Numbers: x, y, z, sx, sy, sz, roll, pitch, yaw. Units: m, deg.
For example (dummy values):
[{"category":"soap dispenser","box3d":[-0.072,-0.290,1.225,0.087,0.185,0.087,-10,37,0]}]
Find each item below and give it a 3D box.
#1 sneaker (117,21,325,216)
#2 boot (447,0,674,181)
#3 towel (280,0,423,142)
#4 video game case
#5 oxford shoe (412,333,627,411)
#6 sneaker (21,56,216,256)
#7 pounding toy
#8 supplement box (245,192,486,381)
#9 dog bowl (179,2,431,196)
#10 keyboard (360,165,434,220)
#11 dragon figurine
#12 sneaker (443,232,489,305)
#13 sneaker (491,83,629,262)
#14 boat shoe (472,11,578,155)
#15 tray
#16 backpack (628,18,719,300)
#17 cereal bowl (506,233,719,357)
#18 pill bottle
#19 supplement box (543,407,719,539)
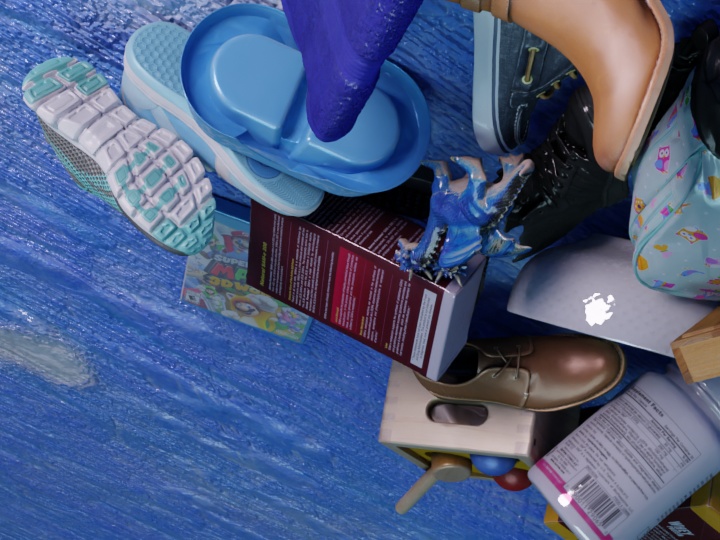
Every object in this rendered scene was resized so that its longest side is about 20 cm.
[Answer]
[{"category":"sneaker","box3d":[-0.122,-0.104,1.060,0.200,0.080,0.131,45,148,0]},{"category":"boot","box3d":[0.113,-0.161,0.771,0.155,0.201,0.077,7,-175,7]},{"category":"towel","box3d":[0.003,-0.195,0.828,0.049,0.148,0.200,-4,155,-22]},{"category":"video game case","box3d":[-0.106,0.003,1.294,0.143,0.018,0.200,20,148,-2]},{"category":"oxford shoe","box3d":[0.141,0.091,1.166,0.199,0.072,0.071,-6,164,21]},{"category":"sneaker","box3d":[-0.191,-0.083,1.031,0.200,0.078,0.091,47,156,12]},{"category":"pounding toy","box3d":[0.107,0.172,1.301,0.199,0.143,0.184,2,161,25]},{"category":"supplement box","box3d":[0.000,0.000,1.092,0.200,0.061,0.109,26,137,17]},{"category":"dog bowl","box3d":[-0.045,-0.126,0.984,0.199,0.112,0.050,23,162,-9]},{"category":"keyboard","box3d":[-0.027,-0.098,1.095,0.199,0.021,0.127,15,149,5]},{"category":"dragon figurine","box3d":[0.087,-0.034,0.935,0.059,0.100,0.200,-6,-176,-27]},{"category":"sneaker","box3d":[0.069,0.021,1.168,0.077,0.084,0.200,17,148,3]},{"category":"sneaker","box3d":[0.146,-0.068,0.960,0.104,0.060,0.200,-22,159,7]},{"category":"boat shoe","box3d":[0.128,-0.148,0.889,0.091,0.071,0.200,9,147,14]},{"category":"tray","box3d":[0.320,0.023,0.951,0.099,0.200,0.037,-22,93,42]},{"category":"backpack","box3d":[0.262,-0.065,0.896,0.166,0.127,0.200,18,152,-6]},{"category":"cereal bowl","box3d":[0.227,0.022,1.056,0.199,0.084,0.200,17,180,0]},{"category":"pill bottle","box3d":[0.263,0.166,1.173,0.113,0.200,0.113,50,179,2]},{"category":"supplement box","box3d":[0.337,0.237,1.319,0.197,0.133,0.200,38,144,-29]}]
